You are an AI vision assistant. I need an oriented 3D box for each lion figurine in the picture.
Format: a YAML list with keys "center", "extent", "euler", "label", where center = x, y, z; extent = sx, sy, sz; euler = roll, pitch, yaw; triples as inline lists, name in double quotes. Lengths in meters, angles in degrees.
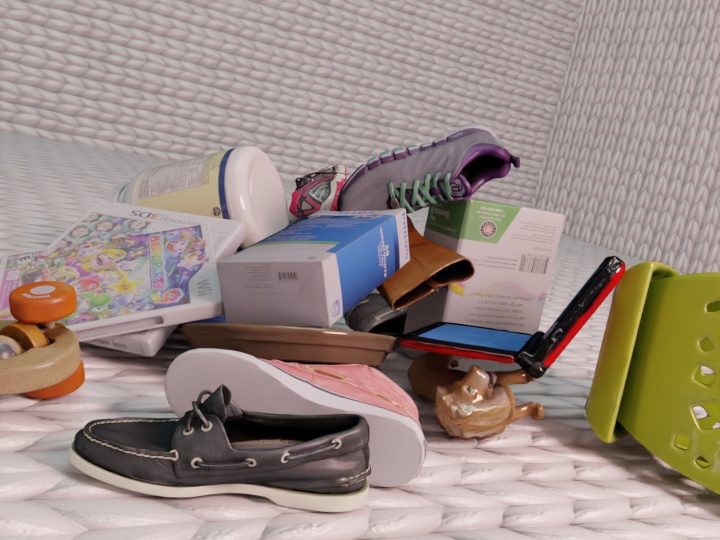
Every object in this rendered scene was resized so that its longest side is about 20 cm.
- center: [0.093, 0.113, 0.726]
  extent: [0.122, 0.073, 0.200]
  euler: [-6, 3, -22]
  label: "lion figurine"

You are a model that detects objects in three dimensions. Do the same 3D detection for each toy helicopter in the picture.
- center: [-0.301, 0.065, 0.528]
  extent: [0.198, 0.080, 0.132]
  euler: [1, 20, -2]
  label: "toy helicopter"

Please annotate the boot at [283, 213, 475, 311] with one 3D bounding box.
- center: [0.000, 0.000, 0.837]
  extent: [0.187, 0.069, 0.200]
  euler: [-19, 33, -17]
  label: "boot"

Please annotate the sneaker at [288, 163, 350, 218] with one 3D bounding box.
- center: [-0.057, -0.110, 1.048]
  extent: [0.074, 0.081, 0.200]
  euler: [9, 11, -5]
  label: "sneaker"

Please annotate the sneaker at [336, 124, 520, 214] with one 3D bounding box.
- center: [0.070, -0.097, 0.812]
  extent: [0.199, 0.075, 0.088]
  euler: [-27, 29, -3]
  label: "sneaker"

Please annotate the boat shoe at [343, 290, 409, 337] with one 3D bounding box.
- center: [0.069, 0.067, 0.954]
  extent: [0.199, 0.073, 0.062]
  euler: [7, 35, -32]
  label: "boat shoe"

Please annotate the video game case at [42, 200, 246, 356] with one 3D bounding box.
- center: [-0.236, -0.002, 0.748]
  extent: [0.181, 0.024, 0.200]
  euler: [9, 38, 15]
  label: "video game case"

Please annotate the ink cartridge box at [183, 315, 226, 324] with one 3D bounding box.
- center: [-0.149, 0.031, 0.838]
  extent: [0.196, 0.047, 0.200]
  euler: [8, 1, -28]
  label: "ink cartridge box"

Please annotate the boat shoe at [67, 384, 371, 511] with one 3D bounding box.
- center: [-0.086, 0.109, 0.496]
  extent: [0.198, 0.067, 0.075]
  euler: [11, 12, -5]
  label: "boat shoe"

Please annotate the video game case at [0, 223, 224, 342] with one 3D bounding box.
- center: [-0.231, 0.013, 0.689]
  extent: [0.198, 0.018, 0.143]
  euler: [-10, 34, -11]
  label: "video game case"

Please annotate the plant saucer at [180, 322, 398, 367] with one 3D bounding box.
- center: [-0.064, 0.070, 0.689]
  extent: [0.198, 0.030, 0.200]
  euler: [4, -7, 0]
  label: "plant saucer"

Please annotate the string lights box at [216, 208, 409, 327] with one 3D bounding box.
- center: [-0.034, -0.010, 0.704]
  extent: [0.102, 0.059, 0.200]
  euler: [0, 16, 24]
  label: "string lights box"

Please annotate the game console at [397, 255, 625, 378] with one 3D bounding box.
- center: [0.149, 0.028, 0.711]
  extent: [0.118, 0.173, 0.200]
  euler: [39, 11, 13]
  label: "game console"

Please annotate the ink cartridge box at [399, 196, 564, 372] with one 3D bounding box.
- center: [0.142, 0.017, 0.892]
  extent: [0.144, 0.202, 0.087]
  euler: [5, 9, -29]
  label: "ink cartridge box"

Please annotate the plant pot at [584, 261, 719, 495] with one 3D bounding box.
- center: [0.332, 0.091, 0.715]
  extent: [0.180, 0.201, 0.200]
  euler: [14, 4, 32]
  label: "plant pot"

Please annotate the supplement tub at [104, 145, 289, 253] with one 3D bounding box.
- center: [-0.205, -0.067, 0.945]
  extent: [0.198, 0.146, 0.145]
  euler: [-11, 4, 17]
  label: "supplement tub"

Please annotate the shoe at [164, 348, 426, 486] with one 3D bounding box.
- center: [-0.046, 0.104, 0.582]
  extent: [0.199, 0.072, 0.091]
  euler: [17, 8, 0]
  label: "shoe"

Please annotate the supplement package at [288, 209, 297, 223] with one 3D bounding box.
- center: [-0.091, -0.024, 1.084]
  extent: [0.198, 0.110, 0.114]
  euler: [11, 10, -8]
  label: "supplement package"
